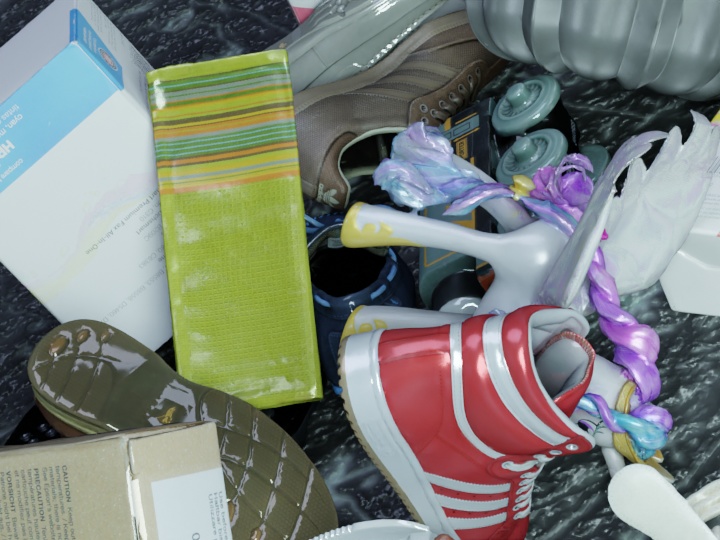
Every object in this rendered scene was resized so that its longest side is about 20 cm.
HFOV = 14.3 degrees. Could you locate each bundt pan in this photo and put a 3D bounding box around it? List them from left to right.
[{"bbox_3d":[0.150,-0.148,1.675,0.201,0.076,0.202,12,8,-2],"label":"bundt pan"}]

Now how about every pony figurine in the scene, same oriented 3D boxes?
[{"bbox_3d":[0.092,0.001,1.455,0.199,0.194,0.166,22,14,22],"label":"pony figurine"}]

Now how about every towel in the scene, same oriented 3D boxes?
[{"bbox_3d":[-0.071,-0.021,1.582,0.086,0.018,0.201,-11,76,18],"label":"towel"}]

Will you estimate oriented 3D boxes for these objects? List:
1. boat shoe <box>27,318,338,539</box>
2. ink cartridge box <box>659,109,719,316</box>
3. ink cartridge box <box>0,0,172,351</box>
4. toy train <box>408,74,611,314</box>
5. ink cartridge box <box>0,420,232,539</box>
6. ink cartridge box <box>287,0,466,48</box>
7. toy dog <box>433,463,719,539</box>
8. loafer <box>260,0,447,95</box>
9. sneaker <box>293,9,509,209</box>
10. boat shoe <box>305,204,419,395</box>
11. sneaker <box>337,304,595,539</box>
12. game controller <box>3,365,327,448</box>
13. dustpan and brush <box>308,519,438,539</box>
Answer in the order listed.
[{"bbox_3d":[-0.093,0.103,1.534,0.200,0.068,0.072,34,62,19],"label":"boat shoe"},{"bbox_3d":[0.253,-0.061,1.559,0.116,0.068,0.200,8,47,41],"label":"ink cartridge box"},{"bbox_3d":[-0.148,-0.043,1.695,0.125,0.200,0.129,-39,19,9],"label":"ink cartridge box"},{"bbox_3d":[0.083,-0.029,1.627,0.114,0.085,0.200,-28,32,20],"label":"toy train"},{"bbox_3d":[-0.136,0.179,1.360,0.164,0.201,0.075,-8,0,34],"label":"ink cartridge box"},{"bbox_3d":[0.040,-0.224,1.862,0.199,0.147,0.083,-25,27,1],"label":"ink cartridge box"},{"bbox_3d":[0.113,0.142,1.341,0.199,0.097,0.132,-28,33,-2],"label":"toy dog"},{"bbox_3d":[-0.016,-0.128,1.811,0.200,0.070,0.070,-34,19,14],"label":"loafer"},{"bbox_3d":[0.031,-0.093,1.766,0.200,0.071,0.076,-29,60,-28],"label":"sneaker"},{"bbox_3d":[0.000,0.000,1.629,0.084,0.069,0.200,-17,24,-6],"label":"boat shoe"},{"bbox_3d":[0.075,0.081,1.373,0.112,0.200,0.072,-13,59,17],"label":"sneaker"},{"bbox_3d":[-0.115,0.088,1.629,0.199,0.042,0.105,-9,36,24],"label":"game controller"},{"bbox_3d":[-0.052,0.199,1.396,0.200,0.057,0.140,-23,52,48],"label":"dustpan and brush"}]
